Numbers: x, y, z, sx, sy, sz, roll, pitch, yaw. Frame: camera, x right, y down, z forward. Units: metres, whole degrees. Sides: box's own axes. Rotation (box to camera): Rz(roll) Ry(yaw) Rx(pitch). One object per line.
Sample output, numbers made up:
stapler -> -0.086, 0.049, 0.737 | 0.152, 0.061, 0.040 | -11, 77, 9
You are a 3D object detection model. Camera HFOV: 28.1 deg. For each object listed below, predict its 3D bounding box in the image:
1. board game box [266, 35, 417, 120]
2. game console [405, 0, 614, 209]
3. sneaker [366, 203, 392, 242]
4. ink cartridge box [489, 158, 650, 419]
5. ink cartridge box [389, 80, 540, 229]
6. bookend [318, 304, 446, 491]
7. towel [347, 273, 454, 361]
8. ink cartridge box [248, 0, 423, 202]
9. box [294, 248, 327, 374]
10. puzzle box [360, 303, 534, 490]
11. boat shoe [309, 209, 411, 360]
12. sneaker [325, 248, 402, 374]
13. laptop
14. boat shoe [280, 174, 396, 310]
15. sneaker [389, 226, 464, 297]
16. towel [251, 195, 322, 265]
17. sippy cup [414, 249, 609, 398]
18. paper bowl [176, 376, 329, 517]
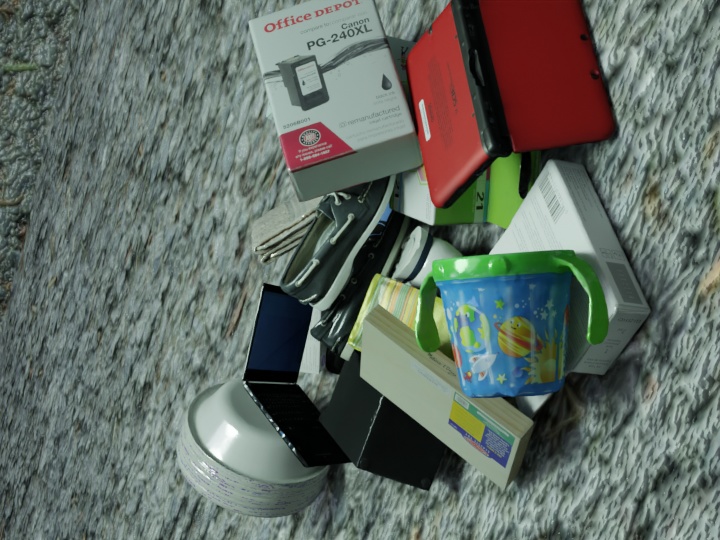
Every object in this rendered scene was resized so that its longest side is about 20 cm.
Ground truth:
board game box -> -0.020, -0.227, 1.756 | 0.200, 0.146, 0.065 | 145, 135, -68
game console -> 0.145, -0.178, 1.466 | 0.172, 0.118, 0.201 | -47, 43, 46
sneaker -> 0.012, -0.041, 1.786 | 0.200, 0.069, 0.079 | 166, 107, -70
ink cartridge box -> 0.192, 0.022, 1.415 | 0.177, 0.044, 0.201 | -60, 34, 39
ink cartridge box -> 0.112, -0.121, 1.553 | 0.200, 0.075, 0.149 | -153, 63, -61
bookend -> 0.046, 0.119, 1.642 | 0.200, 0.091, 0.200 | -149, 79, -73
towel -> 0.069, 0.068, 1.500 | 0.199, 0.018, 0.087 | 20, 92, 45
ink cartridge box -> -0.029, -0.196, 1.567 | 0.083, 0.144, 0.201 | 68, -175, -66
box -> -0.064, 0.035, 1.889 | 0.039, 0.041, 0.202 | -49, -37, -67
puzzle box -> 0.083, 0.129, 1.451 | 0.199, 0.025, 0.133 | 37, 155, 17
boat shoe -> 0.000, 0.001, 1.657 | 0.075, 0.066, 0.201 | 97, -164, -84
sneaker -> -0.002, 0.034, 1.789 | 0.091, 0.075, 0.201 | -104, 34, -48
laptop -> -0.062, 0.130, 1.759 | 0.103, 0.177, 0.200 | -43, 73, 11
boat shoe -> -0.024, -0.055, 1.610 | 0.075, 0.060, 0.201 | 17, 82, 63
sneaker -> 0.076, 0.007, 1.631 | 0.200, 0.080, 0.077 | 143, 147, -82
towel -> -0.079, -0.069, 1.812 | 0.035, 0.132, 0.200 | 58, -179, -13
sippy cup -> 0.137, 0.050, 1.336 | 0.178, 0.138, 0.132 | 170, 96, -74
paper bowl -> -0.130, 0.215, 1.855 | 0.201, 0.199, 0.105 | -117, 40, -49
